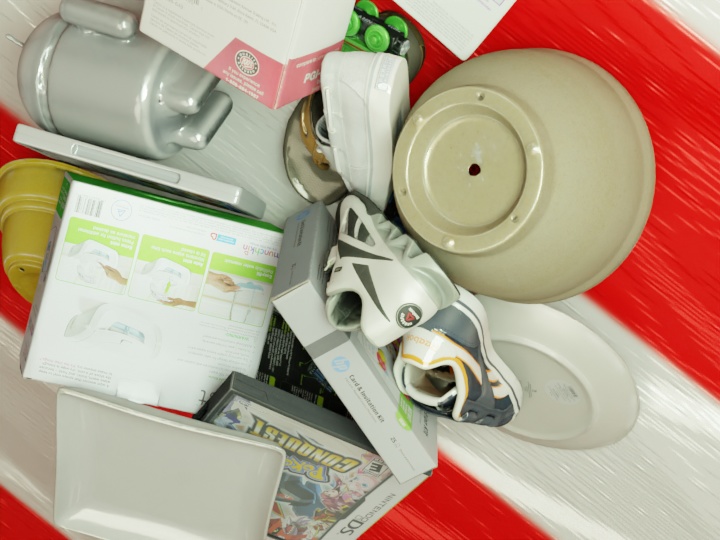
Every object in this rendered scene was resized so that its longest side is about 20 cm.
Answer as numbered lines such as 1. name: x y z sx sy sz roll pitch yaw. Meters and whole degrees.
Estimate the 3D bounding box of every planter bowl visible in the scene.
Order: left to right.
1. planter bowl: -0.274 -0.009 1.335 0.200 0.084 0.201 17 150 10
2. planter bowl: 0.103 -0.073 1.054 0.199 0.135 0.201 1 91 29

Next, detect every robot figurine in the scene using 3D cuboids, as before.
1. robot figurine: -0.213 -0.162 1.225 0.199 0.113 0.170 14 137 18

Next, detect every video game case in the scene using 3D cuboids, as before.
1. video game case: -0.189 -0.085 1.239 0.199 0.143 0.018 16 88 5
2. video game case: -0.066 0.179 1.252 0.199 0.026 0.181 25 135 -19

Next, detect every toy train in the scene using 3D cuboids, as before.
1. toy train: -0.048 -0.211 1.134 0.200 0.042 0.057 32 126 17

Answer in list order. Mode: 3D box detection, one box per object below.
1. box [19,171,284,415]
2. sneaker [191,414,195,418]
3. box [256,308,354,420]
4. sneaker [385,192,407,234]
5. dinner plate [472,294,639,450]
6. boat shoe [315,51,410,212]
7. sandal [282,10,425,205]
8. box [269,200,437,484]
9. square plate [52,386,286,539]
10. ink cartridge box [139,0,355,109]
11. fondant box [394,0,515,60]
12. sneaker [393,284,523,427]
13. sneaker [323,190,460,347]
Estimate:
1. box: -0.181 0.025 1.243 0.199 0.097 0.177 13 95 -17
2. sneaker: -0.077 0.178 1.327 0.199 0.091 0.076 17 165 22
3. box: -0.066 0.112 1.377 0.192 0.048 0.201 19 127 12
4. sneaker: 0.074 -0.016 1.205 0.199 0.075 0.087 17 157 30
5. dinner plate: 0.146 0.098 1.239 0.199 0.024 0.201 19 142 15
6. boat shoe: -0.002 -0.106 1.115 0.068 0.072 0.200 15 161 8
7. sandal: -0.013 -0.129 1.180 0.082 0.055 0.200 39 130 -1
8. box: -0.001 0.058 1.187 0.041 0.156 0.200 -27 112 15
9. square plate: -0.170 0.184 1.234 0.197 0.029 0.200 15 135 1
10. ink cartridge box: -0.073 -0.246 1.050 0.145 0.085 0.201 32 127 21
11. fondant box: 0.085 -0.275 1.030 0.144 0.058 0.200 41 131 -1
12. sneaker: 0.076 0.091 1.170 0.078 0.080 0.200 18 155 31
13. sneaker: 0.000 0.000 1.093 0.088 0.200 0.074 -41 113 -1
